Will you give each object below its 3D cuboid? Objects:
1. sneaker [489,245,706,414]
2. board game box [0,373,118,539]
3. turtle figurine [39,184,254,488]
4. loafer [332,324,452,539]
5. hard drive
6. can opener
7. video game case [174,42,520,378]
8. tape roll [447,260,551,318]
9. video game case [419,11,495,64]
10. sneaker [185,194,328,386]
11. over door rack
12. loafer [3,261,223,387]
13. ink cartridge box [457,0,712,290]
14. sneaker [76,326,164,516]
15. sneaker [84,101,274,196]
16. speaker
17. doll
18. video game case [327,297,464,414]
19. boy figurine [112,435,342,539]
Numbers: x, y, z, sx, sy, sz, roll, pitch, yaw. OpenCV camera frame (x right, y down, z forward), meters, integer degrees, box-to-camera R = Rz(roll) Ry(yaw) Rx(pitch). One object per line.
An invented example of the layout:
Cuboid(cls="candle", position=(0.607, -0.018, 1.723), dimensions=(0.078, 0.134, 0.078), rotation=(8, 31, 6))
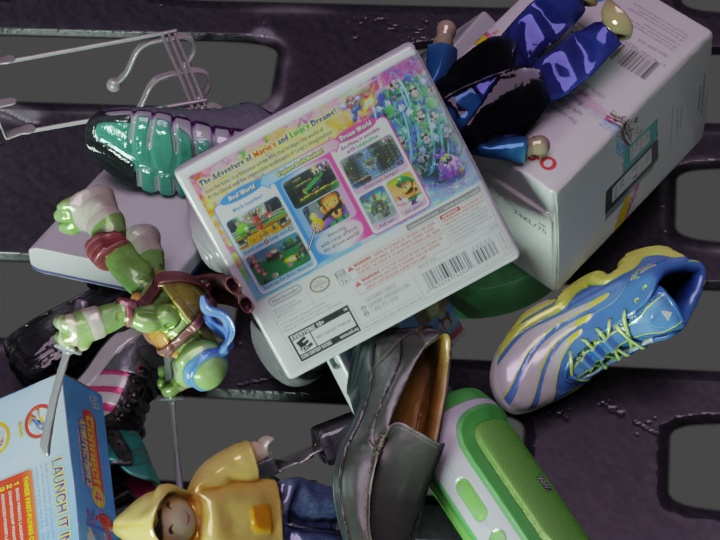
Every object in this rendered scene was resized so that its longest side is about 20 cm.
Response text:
Cuboid(cls="sneaker", position=(0.193, 0.041, 1.613), dimensions=(0.200, 0.105, 0.076), rotation=(-39, 99, -19))
Cuboid(cls="board game box", position=(-0.280, 0.205, 1.541), dimensions=(0.195, 0.056, 0.201), rotation=(-22, 59, 20))
Cuboid(cls="turtle figurine", position=(-0.183, 0.047, 1.534), dimensions=(0.144, 0.200, 0.194), rotation=(5, 40, -33))
Cuboid(cls="loafer", position=(0.028, 0.133, 1.518), dimensions=(0.072, 0.073, 0.201), rotation=(-16, 63, 41))
Cuboid(cls="hard drive", position=(-0.172, -0.051, 1.719), dimensions=(0.131, 0.025, 0.200), rotation=(11, 37, 19))
Cuboid(cls="can opener", position=(-0.013, 0.151, 1.614), dimensions=(0.199, 0.053, 0.067), rotation=(-20, 92, -8))
Cuboid(cls="video game case", position=(-0.008, -0.043, 1.512), dimensions=(0.200, 0.182, 0.024), rotation=(-28, 15, 1))
Cuboid(cls="tape roll", position=(0.093, -0.055, 1.728), dimensions=(0.200, 0.048, 0.201), rotation=(-3, 57, 4))
Cuboid(cls="video game case", position=(0.026, -0.138, 1.715), dimensions=(0.018, 0.200, 0.143), rotation=(44, 67, -9))
Cuboid(cls="sneaker", position=(-0.058, -0.012, 1.637), dimensions=(0.075, 0.114, 0.201), rotation=(-27, 90, -47))
Cuboid(cls="over door rack", position=(-0.229, -0.153, 1.781), dimensions=(0.199, 0.067, 0.148), rotation=(-1, 33, -18))
Cuboid(cls="loafer", position=(-0.203, 0.030, 1.691), dimensions=(0.200, 0.068, 0.070), rotation=(-30, 53, -16))
Cuboid(cls="ink cartridge box", position=(0.164, -0.121, 1.648), dimensions=(0.147, 0.146, 0.200), rotation=(36, 67, 25))
Cuboid(cls="sneaker", position=(-0.185, 0.126, 1.616), dimensions=(0.200, 0.084, 0.121), rotation=(-42, 57, -11))
Cuboid(cls="sneaker", position=(-0.129, -0.109, 1.720), dimensions=(0.199, 0.075, 0.088), rotation=(11, 36, 1))
Cuboid(cls="speaker", position=(0.114, 0.186, 1.543), dimensions=(0.088, 0.089, 0.200), rotation=(-27, 58, -12))
Cuboid(cls="doll", position=(0.106, -0.147, 1.554), dimensions=(0.200, 0.048, 0.137), rotation=(-40, 72, -8))
Cuboid(cls="video game case", position=(0.000, 0.000, 1.593), dimensions=(0.017, 0.200, 0.143), rotation=(-12, 21, 42))
Cuboid(cls="boy figurine", position=(-0.086, 0.184, 1.521), dimensions=(0.199, 0.064, 0.125), rotation=(9, 80, -29))
